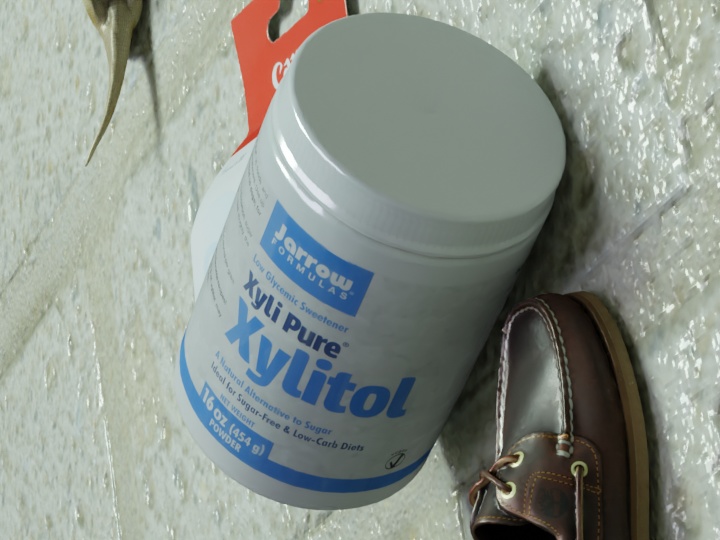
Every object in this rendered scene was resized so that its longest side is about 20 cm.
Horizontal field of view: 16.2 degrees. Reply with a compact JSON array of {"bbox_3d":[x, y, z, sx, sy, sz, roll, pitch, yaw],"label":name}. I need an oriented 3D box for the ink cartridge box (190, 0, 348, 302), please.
[{"bbox_3d":[-0.049,-0.062,1.343,0.160,0.047,0.202,149,116,-63],"label":"ink cartridge box"}]

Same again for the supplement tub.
[{"bbox_3d":[0.000,0.000,1.130,0.201,0.131,0.133,112,148,-43],"label":"supplement tub"}]

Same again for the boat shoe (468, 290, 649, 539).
[{"bbox_3d":[0.079,0.103,1.026,0.070,0.070,0.202,133,133,-58],"label":"boat shoe"}]

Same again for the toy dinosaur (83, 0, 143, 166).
[{"bbox_3d":[-0.155,-0.169,1.602,0.102,0.058,0.201,95,168,-50],"label":"toy dinosaur"}]
